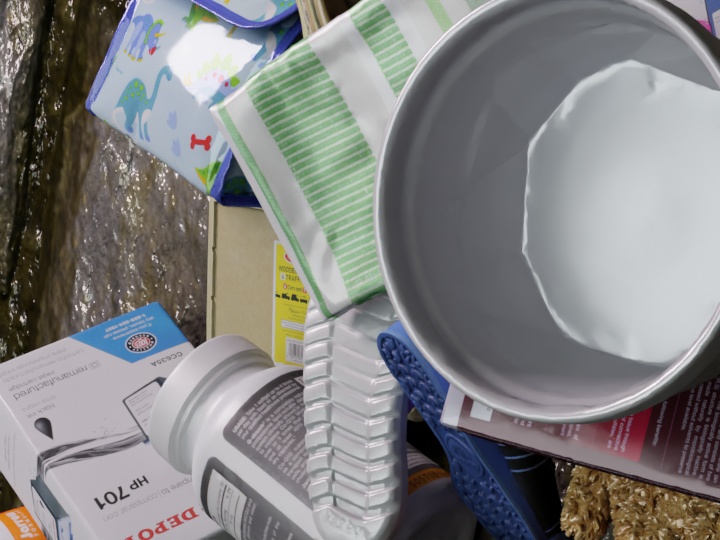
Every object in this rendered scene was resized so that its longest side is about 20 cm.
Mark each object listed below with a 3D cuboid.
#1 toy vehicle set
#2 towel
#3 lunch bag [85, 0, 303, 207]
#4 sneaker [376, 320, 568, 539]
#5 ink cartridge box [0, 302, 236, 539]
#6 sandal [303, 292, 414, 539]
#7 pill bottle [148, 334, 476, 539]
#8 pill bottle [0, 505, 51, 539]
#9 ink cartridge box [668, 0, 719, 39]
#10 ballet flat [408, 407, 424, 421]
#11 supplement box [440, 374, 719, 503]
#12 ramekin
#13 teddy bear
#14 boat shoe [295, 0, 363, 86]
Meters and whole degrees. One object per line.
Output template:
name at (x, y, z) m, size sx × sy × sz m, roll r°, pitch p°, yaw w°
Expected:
toy vehicle set at (-0.033, 0.019, 1.315) m, size 0.199 × 0.026 × 0.125 m, roll 12°, pitch 103°, yaw 48°
towel at (0.024, -0.076, 1.098) m, size 0.199 × 0.023 × 0.153 m, roll -30°, pitch 89°, yaw 28°
lunch bag at (-0.067, -0.153, 1.272) m, size 0.170 × 0.127 × 0.201 m, roll 35°, pitch 102°, yaw 43°
sneaker at (0.084, 0.085, 1.125) m, size 0.070 × 0.078 × 0.201 m, roll 23°, pitch 149°, yaw 51°
ink cartridge box at (-0.151, 0.135, 1.358) m, size 0.200 × 0.146 × 0.086 m, roll 47°, pitch 147°, yaw 33°
sandal at (0.007, 0.064, 1.160) m, size 0.082 × 0.050 × 0.204 m, roll 4°, pitch 81°, yaw 31°
pill bottle at (-0.033, 0.131, 1.236) m, size 0.200 × 0.116 × 0.117 m, roll 36°, pitch 120°, yaw 30°
pill bottle at (-0.215, 0.218, 1.404) m, size 0.113 × 0.199 × 0.114 m, roll 31°, pitch 129°, yaw 50°
ink cartridge box at (0.195, -0.117, 0.989) m, size 0.145 × 0.087 × 0.201 m, roll -14°, pitch 85°, yaw 48°
ballet flat at (0.000, 0.000, 1.203) m, size 0.066 × 0.057 × 0.201 m, roll -19°, pitch 94°, yaw 33°
supplement box at (0.152, 0.054, 1.002) m, size 0.199 × 0.061 × 0.110 m, roll 14°, pitch 85°, yaw 25°
ramekin at (0.114, -0.030, 0.923) m, size 0.199 × 0.105 × 0.202 m, roll -1°, pitch 87°, yaw 35°
teddy bear at (0.164, 0.108, 1.064) m, size 0.145 × 0.067 × 0.201 m, roll -3°, pitch 92°, yaw 47°
boat shoe at (-0.002, -0.157, 1.144) m, size 0.201 × 0.073 × 0.063 m, roll 60°, pitch 161°, yaw 12°
